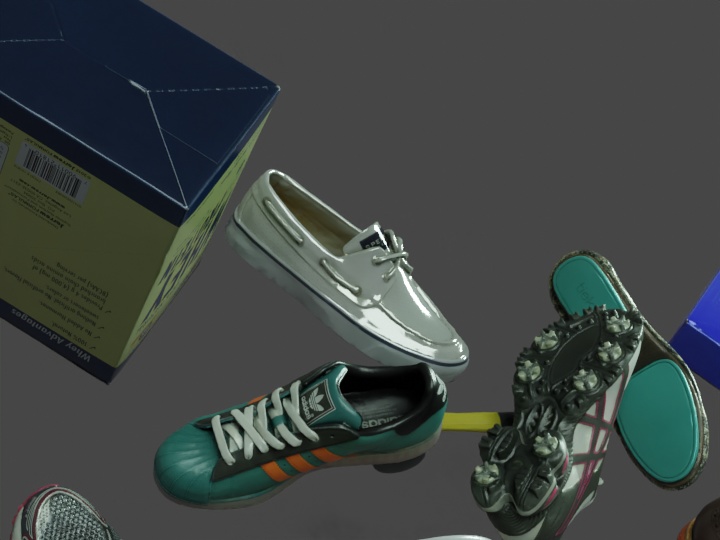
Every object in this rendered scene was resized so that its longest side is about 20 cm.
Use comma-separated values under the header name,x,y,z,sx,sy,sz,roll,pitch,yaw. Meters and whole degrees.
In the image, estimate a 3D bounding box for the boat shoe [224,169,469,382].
name,x,y,z,sx,sy,sz,roll,pitch,yaw
boat shoe,0.000,0.000,1.645,0.200,0.070,0.071,37,28,10

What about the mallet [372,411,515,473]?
name,x,y,z,sx,sy,sz,roll,pitch,yaw
mallet,0.090,0.115,1.632,0.200,0.041,0.066,9,52,-23

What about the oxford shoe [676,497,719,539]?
name,x,y,z,sx,sy,sz,roll,pitch,yaw
oxford shoe,0.321,0.219,1.625,0.200,0.073,0.071,25,48,-5

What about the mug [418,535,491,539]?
name,x,y,z,sx,sy,sz,roll,pitch,yaw
mug,0.021,0.268,1.439,0.149,0.186,0.153,16,51,-56

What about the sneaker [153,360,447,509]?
name,x,y,z,sx,sy,sz,roll,pitch,yaw
sneaker,-0.040,0.098,1.532,0.200,0.080,0.071,-14,61,-11

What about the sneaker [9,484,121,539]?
name,x,y,z,sx,sy,sz,roll,pitch,yaw
sneaker,-0.144,0.212,1.426,0.081,0.075,0.200,-19,64,-34

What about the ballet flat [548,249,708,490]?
name,x,y,z,sx,sy,sz,roll,pitch,yaw
ballet flat,0.202,0.074,1.691,0.200,0.068,0.075,62,13,25

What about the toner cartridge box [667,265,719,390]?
name,x,y,z,sx,sy,sz,roll,pitch,yaw
toner cartridge box,0.319,0.018,1.799,0.095,0.043,0.200,37,49,5

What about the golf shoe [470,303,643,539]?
name,x,y,z,sx,sy,sz,roll,pitch,yaw
golf shoe,0.140,0.109,1.617,0.077,0.088,0.200,10,51,34

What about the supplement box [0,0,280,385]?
name,x,y,z,sx,sy,sz,roll,pitch,yaw
supplement box,-0.192,-0.071,1.538,0.200,0.200,0.134,32,48,2
